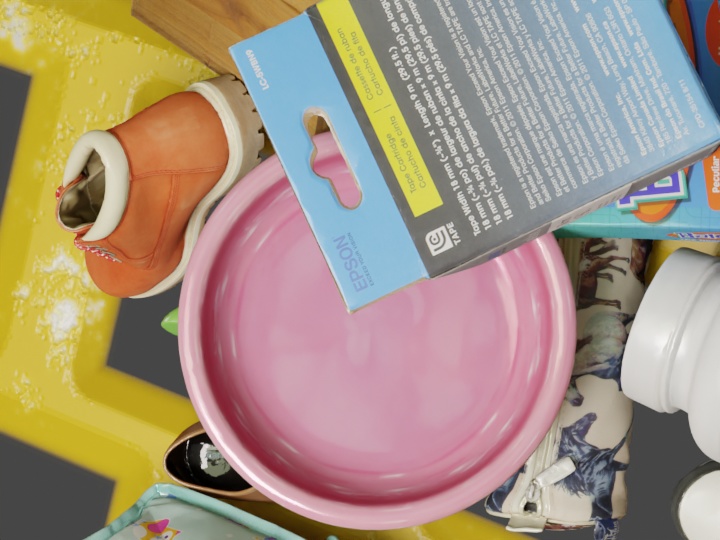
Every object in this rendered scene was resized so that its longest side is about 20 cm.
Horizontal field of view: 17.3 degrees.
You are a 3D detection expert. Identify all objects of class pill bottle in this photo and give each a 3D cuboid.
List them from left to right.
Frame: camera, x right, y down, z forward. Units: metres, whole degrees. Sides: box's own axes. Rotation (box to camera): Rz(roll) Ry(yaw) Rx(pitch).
[{"bbox_3d":[0.239,0.061,1.200,0.199,0.112,0.113,22,103,24],"label":"pill bottle"}]

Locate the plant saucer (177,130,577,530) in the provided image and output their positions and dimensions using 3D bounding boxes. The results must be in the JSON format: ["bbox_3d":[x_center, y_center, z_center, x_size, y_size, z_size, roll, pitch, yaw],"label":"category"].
[{"bbox_3d":[0.008,0.029,1.196,0.199,0.051,0.202,0,85,1],"label":"plant saucer"}]

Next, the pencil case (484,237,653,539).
[{"bbox_3d":[0.114,0.042,1.273,0.077,0.089,0.202,6,97,9],"label":"pencil case"}]

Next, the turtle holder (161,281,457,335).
[{"bbox_3d":[-0.010,-0.005,1.293,0.140,0.132,0.185,31,155,-11],"label":"turtle holder"}]

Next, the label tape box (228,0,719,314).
[{"bbox_3d":[0.056,-0.083,1.148,0.199,0.063,0.145,-25,86,0],"label":"label tape box"}]

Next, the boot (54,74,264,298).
[{"bbox_3d":[-0.138,-0.036,1.355,0.075,0.107,0.200,57,146,15],"label":"boot"}]

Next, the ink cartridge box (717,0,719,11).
[{"bbox_3d":[0.205,-0.195,1.087,0.083,0.200,0.146,-8,66,3],"label":"ink cartridge box"}]

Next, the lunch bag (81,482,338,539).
[{"bbox_3d":[-0.062,0.234,1.340,0.199,0.122,0.172,14,121,29],"label":"lunch bag"}]

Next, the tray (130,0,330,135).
[{"bbox_3d":[-0.062,-0.156,1.319,0.200,0.037,0.099,37,125,47],"label":"tray"}]

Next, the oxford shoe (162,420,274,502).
[{"bbox_3d":[-0.022,0.108,1.359,0.199,0.071,0.072,-9,89,25],"label":"oxford shoe"}]

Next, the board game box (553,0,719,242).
[{"bbox_3d":[0.198,-0.090,1.197,0.198,0.045,0.153,1,82,9],"label":"board game box"}]

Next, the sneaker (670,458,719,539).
[{"bbox_3d":[0.249,0.147,1.221,0.199,0.080,0.074,18,104,26],"label":"sneaker"}]
